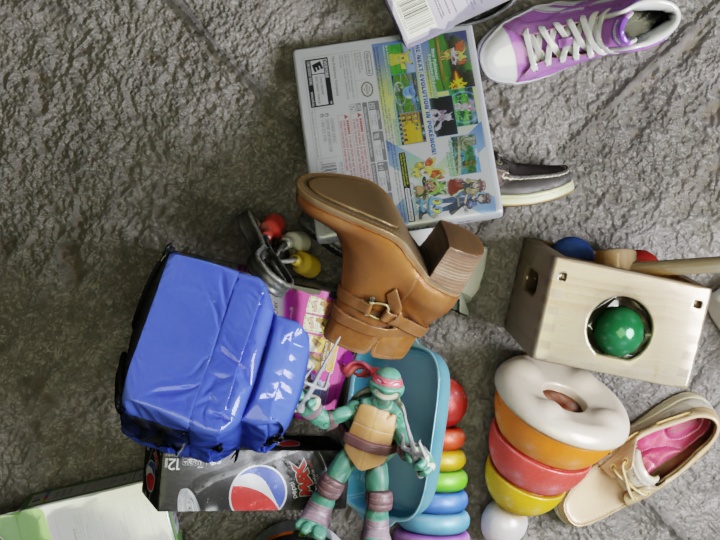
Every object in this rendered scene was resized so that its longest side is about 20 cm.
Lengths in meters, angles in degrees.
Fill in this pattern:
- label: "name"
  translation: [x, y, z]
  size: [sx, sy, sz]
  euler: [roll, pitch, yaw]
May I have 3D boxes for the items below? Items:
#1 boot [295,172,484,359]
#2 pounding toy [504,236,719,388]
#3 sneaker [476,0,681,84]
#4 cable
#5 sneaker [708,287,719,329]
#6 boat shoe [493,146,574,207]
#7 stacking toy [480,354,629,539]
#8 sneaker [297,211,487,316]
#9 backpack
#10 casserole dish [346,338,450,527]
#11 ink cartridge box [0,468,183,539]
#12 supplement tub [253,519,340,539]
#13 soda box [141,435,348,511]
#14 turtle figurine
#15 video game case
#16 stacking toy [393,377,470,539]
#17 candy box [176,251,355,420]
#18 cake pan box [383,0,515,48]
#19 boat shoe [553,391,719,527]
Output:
- label: "boot"
  translation: [0.000, 0.000, 1.326]
  size: [0.199, 0.077, 0.155]
  euler: [19, 124, -26]
- label: "pounding toy"
  translation: [0.259, 0.025, 1.361]
  size: [0.183, 0.200, 0.143]
  euler: [11, 97, -5]
- label: "sneaker"
  translation: [0.213, -0.232, 1.365]
  size: [0.200, 0.114, 0.073]
  euler: [-18, 101, 0]
- label: "cable"
  translation: [-0.082, -0.025, 1.334]
  size: [0.050, 0.200, 0.097]
  euler: [-41, 91, 3]
- label: "sneaker"
  translation: [0.449, 0.086, 1.453]
  size: [0.088, 0.075, 0.200]
  euler: [-35, 98, -10]
- label: "boat shoe"
  translation: [0.115, -0.098, 1.398]
  size: [0.199, 0.073, 0.065]
  euler: [-3, 104, -3]
- label: "stacking toy"
  translation: [0.174, 0.200, 1.439]
  size: [0.146, 0.146, 0.200]
  euler: [20, 116, -6]
- label: "sneaker"
  translation: [0.036, -0.033, 1.407]
  size: [0.199, 0.074, 0.089]
  euler: [24, 92, -14]
- label: "backpack"
  translation: [-0.140, 0.100, 1.277]
  size: [0.167, 0.200, 0.163]
  euler: [24, 69, -4]
- label: "casserole dish"
  translation: [0.038, 0.160, 1.414]
  size: [0.039, 0.121, 0.201]
  euler: [7, 90, -47]
- label: "ink cartridge box"
  translation: [-0.287, 0.276, 1.432]
  size: [0.199, 0.059, 0.104]
  euler: [-13, 97, -2]
- label: "supplement tub"
  translation: [-0.061, 0.334, 1.385]
  size: [0.122, 0.200, 0.123]
  euler: [-1, 98, -4]
- label: "soda box"
  translation: [-0.113, 0.202, 1.399]
  size: [0.199, 0.071, 0.064]
  euler: [3, 96, -23]
- label: "turtle figurine"
  translation: [0.007, 0.167, 1.348]
  size: [0.149, 0.101, 0.201]
  euler: [18, 104, 18]
- label: "video game case"
  translation: [0.035, -0.135, 1.370]
  size: [0.182, 0.022, 0.201]
  euler: [-8, 75, 2]
- label: "stacking toy"
  translation: [0.076, 0.209, 1.443]
  size: [0.085, 0.085, 0.201]
  euler: [2, 93, -4]
- label: "candy box"
  translation: [-0.106, 0.068, 1.414]
  size: [0.199, 0.061, 0.137]
  euler: [12, 97, -6]
- label: "cake pan box"
  translation: [0.088, -0.333, 1.332]
  size: [0.184, 0.052, 0.200]
  euler: [-25, 104, 5]
- label: "boat shoe"
  translation: [0.288, 0.200, 1.455]
  size: [0.200, 0.069, 0.074]
  euler: [-39, 99, 2]
